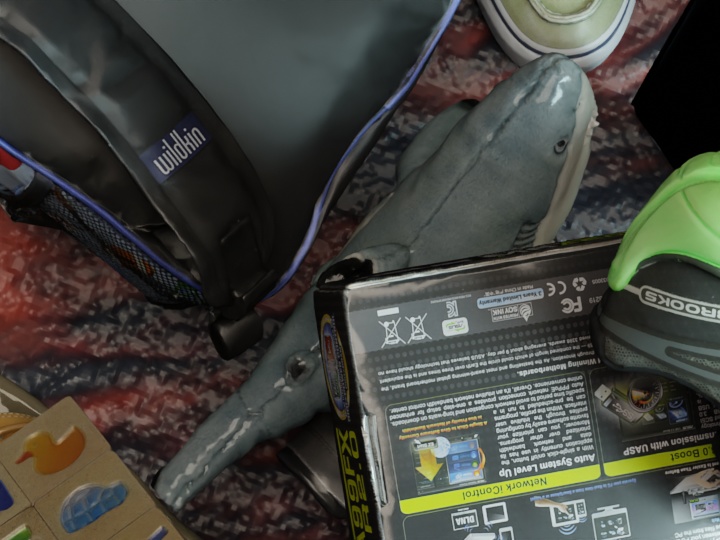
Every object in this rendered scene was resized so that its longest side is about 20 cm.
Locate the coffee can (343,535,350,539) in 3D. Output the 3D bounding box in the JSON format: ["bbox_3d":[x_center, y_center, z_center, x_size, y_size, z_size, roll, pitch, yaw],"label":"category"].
[{"bbox_3d":[0.065,0.176,0.952,0.146,0.146,0.200,-32,96,-9],"label":"coffee can"}]

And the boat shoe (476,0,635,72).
[{"bbox_3d":[0.073,-0.175,1.088,0.072,0.062,0.201,-1,79,-4],"label":"boat shoe"}]

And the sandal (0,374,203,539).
[{"bbox_3d":[-0.118,0.089,1.023,0.200,0.054,0.080,33,76,11],"label":"sandal"}]

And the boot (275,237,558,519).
[{"bbox_3d":[0.081,0.068,1.044,0.200,0.070,0.132,24,81,13],"label":"boot"}]

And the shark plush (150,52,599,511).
[{"bbox_3d":[0.000,0.000,0.993,0.200,0.083,0.091,-31,74,1],"label":"shark plush"}]

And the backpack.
[{"bbox_3d":[-0.082,-0.100,1.007,0.190,0.154,0.200,38,71,-23],"label":"backpack"}]

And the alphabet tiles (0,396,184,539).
[{"bbox_3d":[-0.134,0.126,0.941,0.166,0.006,0.200,-36,47,-9],"label":"alphabet tiles"}]

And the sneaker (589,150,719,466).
[{"bbox_3d":[0.147,0.046,0.809,0.200,0.077,0.084,38,114,-14],"label":"sneaker"}]

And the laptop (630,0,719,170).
[{"bbox_3d":[0.207,-0.025,1.002,0.199,0.187,0.116,0,79,-3],"label":"laptop"}]

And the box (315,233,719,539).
[{"bbox_3d":[0.097,0.067,0.855,0.199,0.044,0.161,-10,92,-12],"label":"box"}]
